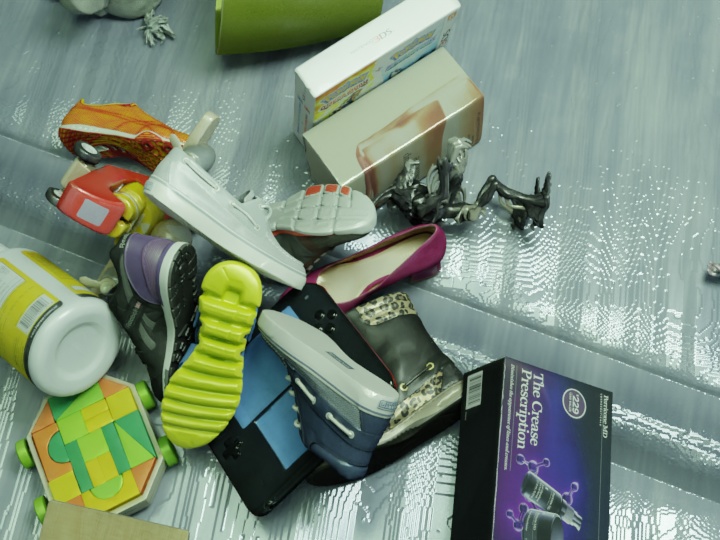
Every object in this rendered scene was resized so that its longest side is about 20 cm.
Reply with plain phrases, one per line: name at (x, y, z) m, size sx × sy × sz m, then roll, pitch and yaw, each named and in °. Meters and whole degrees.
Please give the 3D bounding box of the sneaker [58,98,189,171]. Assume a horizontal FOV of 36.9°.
sneaker at (-0.266, -0.168, 1.297) m, size 0.197 × 0.073 × 0.078 m, roll 16°, pitch 57°, yaw 8°

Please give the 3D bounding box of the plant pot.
plant pot at (-0.074, -0.353, 1.324) m, size 0.197 × 0.188 × 0.190 m, roll 2°, pitch 64°, yaw -11°

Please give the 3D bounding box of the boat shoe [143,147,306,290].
boat shoe at (-0.127, -0.053, 1.111) m, size 0.199 × 0.072 × 0.069 m, roll 34°, pitch 82°, yaw -18°

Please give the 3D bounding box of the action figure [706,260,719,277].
action figure at (0.480, -0.008, 1.170) m, size 0.148 × 0.133 × 0.202 m, roll 28°, pitch 79°, yaw -29°

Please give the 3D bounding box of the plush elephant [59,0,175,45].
plush elephant at (-0.312, -0.393, 1.355) m, size 0.164 × 0.155 × 0.200 m, roll -36°, pitch 67°, yaw -12°

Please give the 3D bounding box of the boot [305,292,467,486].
boot at (0.007, 0.123, 1.141) m, size 0.198 × 0.073 × 0.152 m, roll -29°, pitch 62°, yaw -2°

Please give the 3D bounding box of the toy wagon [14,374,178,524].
toy wagon at (-0.292, 0.174, 1.157) m, size 0.153 × 0.040 × 0.202 m, roll -25°, pitch 66°, yaw -7°

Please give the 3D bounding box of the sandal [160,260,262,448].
sandal at (-0.150, 0.088, 1.127) m, size 0.078 × 0.087 × 0.203 m, roll 21°, pitch 91°, yaw -6°

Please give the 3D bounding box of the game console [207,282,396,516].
game console at (-0.077, 0.126, 1.120) m, size 0.200 × 0.031 × 0.177 m, roll -44°, pitch 50°, yaw 4°

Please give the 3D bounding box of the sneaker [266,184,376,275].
sneaker at (-0.061, -0.037, 1.194) m, size 0.197 × 0.082 × 0.078 m, roll -4°, pitch 42°, yaw 32°

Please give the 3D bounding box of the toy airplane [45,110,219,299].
toy airplane at (-0.227, -0.061, 1.177) m, size 0.198 × 0.201 × 0.141 m, roll -35°, pitch 64°, yaw -26°

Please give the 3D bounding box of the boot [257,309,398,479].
boot at (-0.050, 0.117, 1.059) m, size 0.199 × 0.072 × 0.091 m, roll 35°, pitch 105°, yaw 45°

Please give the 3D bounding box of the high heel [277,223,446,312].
high heel at (0.000, 0.000, 1.183) m, size 0.197 × 0.096 × 0.068 m, roll -12°, pitch 65°, yaw -2°

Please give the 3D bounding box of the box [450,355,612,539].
box at (0.169, 0.204, 1.056) m, size 0.140 × 0.079 × 0.203 m, roll 20°, pitch 63°, yaw -25°

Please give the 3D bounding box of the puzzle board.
puzzle board at (-0.263, 0.344, 1.071) m, size 0.148 × 0.017 × 0.203 m, roll 11°, pitch 78°, yaw 4°

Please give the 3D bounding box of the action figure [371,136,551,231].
action figure at (0.109, -0.096, 1.212) m, size 0.196 × 0.119 × 0.104 m, roll 5°, pitch 95°, yaw -1°

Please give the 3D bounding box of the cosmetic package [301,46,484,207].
cosmetic package at (0.040, -0.154, 1.249) m, size 0.199 × 0.104 × 0.088 m, roll -33°, pitch 68°, yaw -10°

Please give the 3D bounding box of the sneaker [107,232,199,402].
sneaker at (-0.220, 0.046, 1.137) m, size 0.086 × 0.202 × 0.076 m, roll 15°, pitch 34°, yaw 14°

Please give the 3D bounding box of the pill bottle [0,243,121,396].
pill bottle at (-0.358, 0.044, 1.170) m, size 0.199 × 0.113 × 0.112 m, roll 29°, pitch 70°, yaw 35°

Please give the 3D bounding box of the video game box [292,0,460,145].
video game box at (0.014, -0.230, 1.241) m, size 0.199 × 0.182 × 0.047 m, roll -34°, pitch 79°, yaw -10°
